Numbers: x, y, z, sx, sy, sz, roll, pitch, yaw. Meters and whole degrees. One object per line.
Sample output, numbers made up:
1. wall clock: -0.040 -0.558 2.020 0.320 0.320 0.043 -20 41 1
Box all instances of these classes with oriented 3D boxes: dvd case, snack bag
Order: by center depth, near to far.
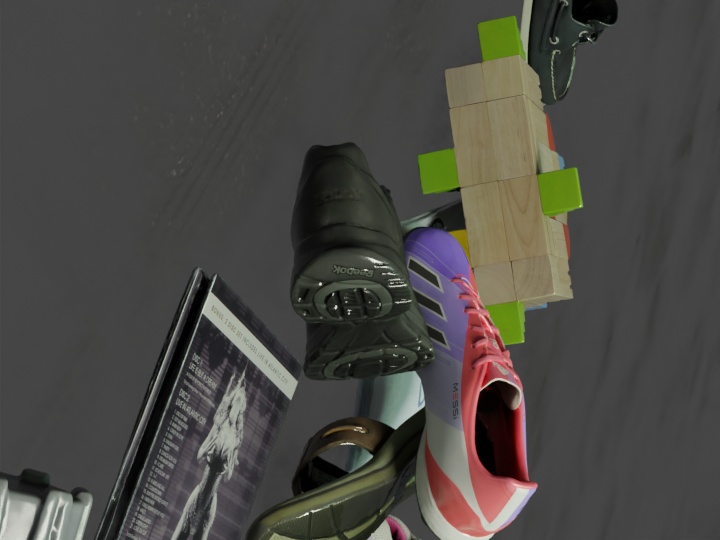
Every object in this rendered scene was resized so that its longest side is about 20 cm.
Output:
1. dvd case: -0.086 0.116 0.767 0.149 0.016 0.202 54 53 -65
2. snack bag: 0.037 0.047 1.064 0.200 0.021 0.191 -24 126 -63

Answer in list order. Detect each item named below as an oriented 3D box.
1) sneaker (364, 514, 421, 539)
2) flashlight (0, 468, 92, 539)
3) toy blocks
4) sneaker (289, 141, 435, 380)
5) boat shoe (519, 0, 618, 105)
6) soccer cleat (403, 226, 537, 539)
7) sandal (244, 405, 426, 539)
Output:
1. sneaker: 0.015 0.207 1.024 0.200 0.080 0.089 60 49 -65
2. flashlight: -0.144 0.171 0.563 0.068 0.067 0.203 25 80 -70
3. toy blocks: 0.104 -0.053 1.052 0.137 0.099 0.203 9 72 -74
4. sneaker: 0.000 0.000 0.846 0.200 0.075 0.092 89 -4 -67
5. boat shoe: 0.157 -0.199 1.158 0.075 0.065 0.201 -57 154 -44
6. soccer cleat: 0.063 0.055 0.914 0.073 0.068 0.202 -41 -135 45
7. sandal: -0.002 0.117 0.939 0.200 0.057 0.080 -31 153 -44
